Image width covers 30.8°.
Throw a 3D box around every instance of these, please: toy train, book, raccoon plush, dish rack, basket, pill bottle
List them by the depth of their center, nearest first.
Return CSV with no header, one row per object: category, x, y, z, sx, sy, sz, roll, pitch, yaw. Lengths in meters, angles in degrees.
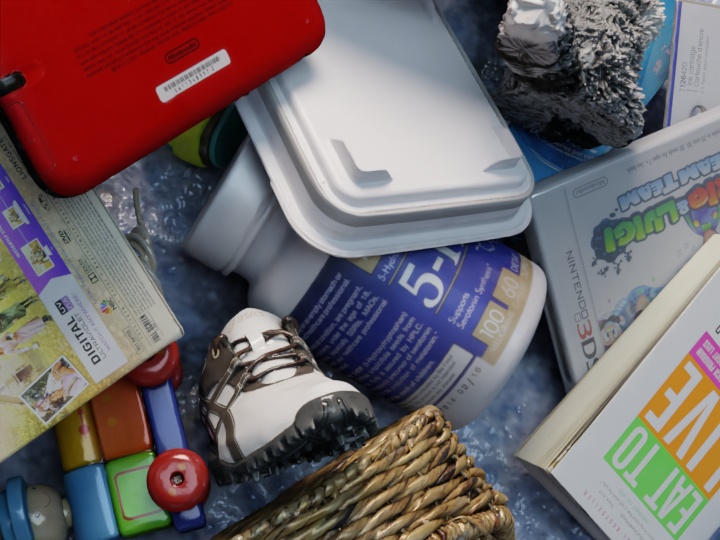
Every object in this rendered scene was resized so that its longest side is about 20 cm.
basket,-0.004,0.187,0.725,0.200,0.143,0.149,-29,85,-24
toy train,-0.160,0.061,0.746,0.116,0.085,0.200,-14,80,-9
dish rack,0.010,-0.105,0.768,0.172,0.044,0.200,-8,59,-33
raccoon plush,0.145,-0.159,0.788,0.097,0.200,0.134,18,79,8
pill bottle,0.000,0.000,0.793,0.200,0.120,0.120,30,67,-10
book,0.214,0.094,0.854,0.200,0.048,0.134,-47,110,-11

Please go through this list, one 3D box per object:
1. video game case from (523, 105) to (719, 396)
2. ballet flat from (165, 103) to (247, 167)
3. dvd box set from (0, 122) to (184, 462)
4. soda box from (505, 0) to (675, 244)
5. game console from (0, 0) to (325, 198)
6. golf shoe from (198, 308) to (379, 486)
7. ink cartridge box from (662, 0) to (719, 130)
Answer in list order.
video game case,0.212,-0.003,0.872,0.200,0.024,0.182,-23,109,-17
ballet flat,-0.068,-0.152,0.849,0.067,0.067,0.200,27,65,21
dvd box set,-0.207,0.028,0.651,0.200,0.029,0.146,-37,108,-20
soda box,0.153,-0.115,0.910,0.064,0.068,0.200,42,66,-4
game console,-0.147,-0.149,0.686,0.200,0.119,0.172,-38,111,-35
golf shoe,-0.053,0.065,0.708,0.078,0.200,0.095,-12,84,-23
ink cartridge box,0.291,-0.083,0.935,0.200,0.047,0.198,4,94,-18
